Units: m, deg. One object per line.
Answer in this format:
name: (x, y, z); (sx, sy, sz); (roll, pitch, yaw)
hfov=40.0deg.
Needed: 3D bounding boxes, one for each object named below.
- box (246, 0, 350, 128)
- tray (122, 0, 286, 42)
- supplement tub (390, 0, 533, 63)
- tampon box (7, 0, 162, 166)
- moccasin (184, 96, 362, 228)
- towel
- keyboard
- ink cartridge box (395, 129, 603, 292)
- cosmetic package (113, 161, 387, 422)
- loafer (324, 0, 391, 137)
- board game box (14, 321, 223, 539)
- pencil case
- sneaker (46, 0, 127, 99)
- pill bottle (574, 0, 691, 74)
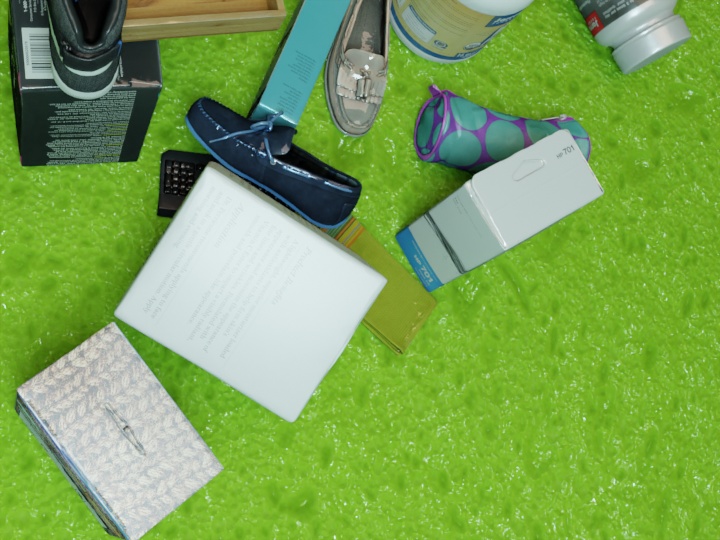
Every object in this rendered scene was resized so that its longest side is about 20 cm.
box: (-0.068, -0.245, 1.121); (0.049, 0.082, 0.200); (26, 71, -13)
tray: (-0.176, -0.261, 0.895); (0.200, 0.037, 0.099); (-10, 81, -21)
supplement tub: (0.127, -0.343, 1.150); (0.144, 0.200, 0.145); (4, 77, -19)
tampon box: (-0.277, -0.206, 0.972); (0.126, 0.200, 0.150); (-5, 78, -21)
moccasin: (-0.085, -0.127, 1.038); (0.200, 0.068, 0.081); (32, 35, -16)
towel: (0.000, 0.000, 1.107); (0.200, 0.018, 0.086); (44, 67, -16)
keyboard: (-0.120, -0.077, 1.087); (0.200, 0.040, 0.104); (5, 75, -18)
ink cartridge box: (0.147, -0.062, 1.093); (0.146, 0.200, 0.086); (-28, 88, -23)
cosmetic package: (-0.108, 0.014, 0.977); (0.200, 0.165, 0.165); (34, 93, -11)
loafer: (0.002, -0.259, 1.160); (0.072, 0.063, 0.201); (10, 74, -18)
board game box: (-0.228, 0.153, 0.907); (0.097, 0.200, 0.160); (-37, 92, -23)
pencil case: (0.169, -0.157, 1.186); (0.200, 0.085, 0.093); (9, 91, -18)
sneaker: (-0.219, -0.250, 0.795); (0.073, 0.112, 0.201); (-5, 79, -22)
pill bottle: (0.334, -0.363, 1.278); (0.114, 0.114, 0.200); (-27, 88, -23)
